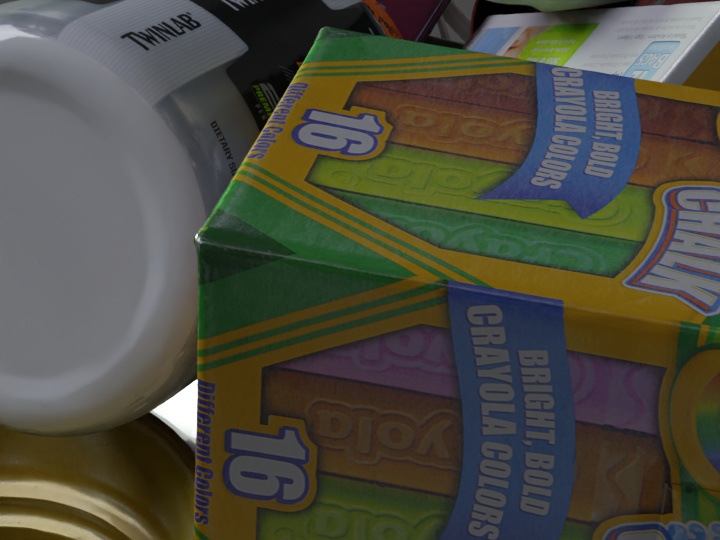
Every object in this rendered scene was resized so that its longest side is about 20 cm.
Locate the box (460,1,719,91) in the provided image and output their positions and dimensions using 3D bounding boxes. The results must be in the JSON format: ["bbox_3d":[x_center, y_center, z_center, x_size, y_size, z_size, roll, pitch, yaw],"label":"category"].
[{"bbox_3d":[0.079,-0.015,0.770,0.113,0.101,0.200,-50,17,-9],"label":"box"}]

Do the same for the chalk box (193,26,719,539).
[{"bbox_3d":[0.067,0.030,0.584,0.125,0.198,0.125,-66,-18,-58],"label":"chalk box"}]

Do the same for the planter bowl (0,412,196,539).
[{"bbox_3d":[-0.126,0.125,0.647,0.199,0.084,0.201,-11,35,8],"label":"planter bowl"}]

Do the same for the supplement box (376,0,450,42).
[{"bbox_3d":[-0.010,-0.113,0.891,0.201,0.085,0.110,-58,2,-16],"label":"supplement box"}]

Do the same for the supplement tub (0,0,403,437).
[{"bbox_3d":[-0.059,-0.035,0.703,0.122,0.123,0.200,-38,0,27],"label":"supplement tub"}]

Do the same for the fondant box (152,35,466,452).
[{"bbox_3d":[0.000,0.000,0.931,0.200,0.058,0.144,-53,30,-8],"label":"fondant box"}]

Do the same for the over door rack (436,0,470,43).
[{"bbox_3d":[0.009,-0.050,1.100,0.148,0.066,0.201,-39,33,26],"label":"over door rack"}]

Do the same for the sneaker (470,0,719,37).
[{"bbox_3d":[0.138,-0.144,0.971,0.199,0.074,0.087,-31,-7,17],"label":"sneaker"}]

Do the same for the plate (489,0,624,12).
[{"bbox_3d":[0.140,-0.126,0.805,0.198,0.033,0.200,-9,10,19],"label":"plate"}]
